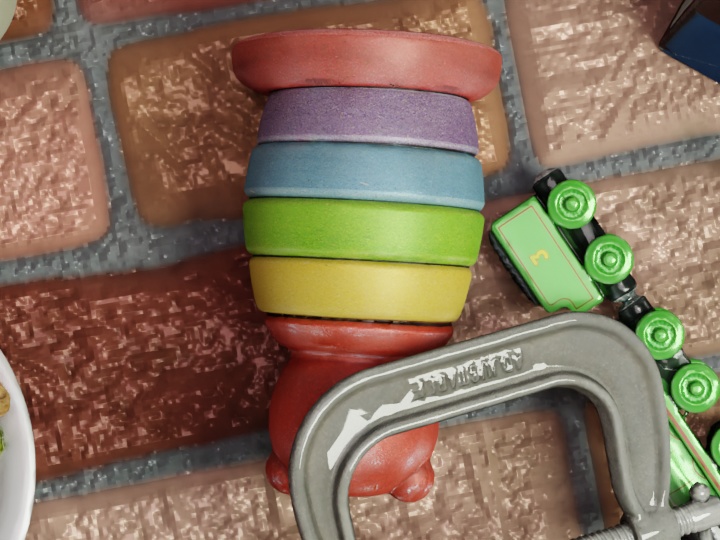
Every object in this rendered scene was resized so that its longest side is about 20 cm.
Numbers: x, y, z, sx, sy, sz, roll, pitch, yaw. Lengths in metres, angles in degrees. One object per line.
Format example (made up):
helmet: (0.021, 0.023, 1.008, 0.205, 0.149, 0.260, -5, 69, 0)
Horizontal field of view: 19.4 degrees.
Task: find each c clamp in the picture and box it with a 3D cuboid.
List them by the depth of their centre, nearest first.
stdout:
c clamp: (0.068, 0.106, 0.901, 0.200, 0.027, 0.171, -9, 104, -18)

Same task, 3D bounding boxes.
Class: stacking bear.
stacking bear: (0.000, 0.000, 0.925, 0.121, 0.114, 0.200, 2, 90, -3)

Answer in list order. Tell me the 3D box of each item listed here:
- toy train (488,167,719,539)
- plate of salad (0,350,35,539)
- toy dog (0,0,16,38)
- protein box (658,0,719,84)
toy train: (0.127, 0.046, 0.959, 0.056, 0.042, 0.200, -33, 88, 5)
plate of salad: (-0.245, 0.090, 0.931, 0.200, 0.048, 0.200, 0, 86, -3)
toy dog: (-0.205, -0.158, 0.877, 0.139, 0.200, 0.194, 12, 84, -1)
protein box: (0.274, -0.148, 0.933, 0.198, 0.135, 0.200, 30, 85, 1)
